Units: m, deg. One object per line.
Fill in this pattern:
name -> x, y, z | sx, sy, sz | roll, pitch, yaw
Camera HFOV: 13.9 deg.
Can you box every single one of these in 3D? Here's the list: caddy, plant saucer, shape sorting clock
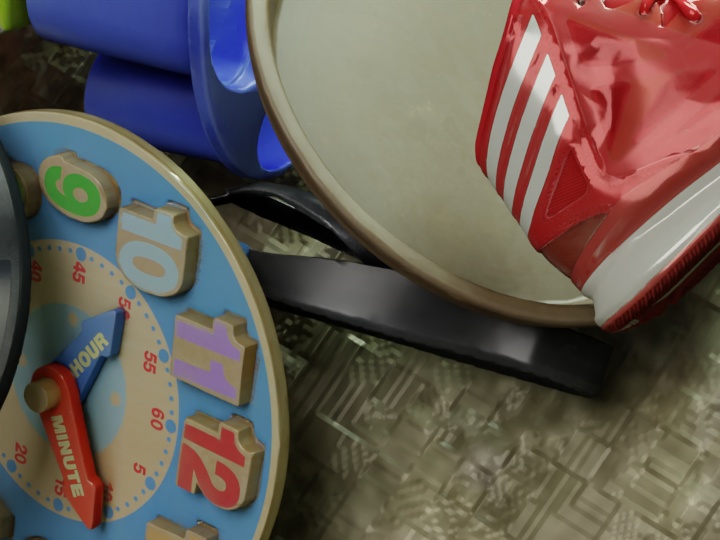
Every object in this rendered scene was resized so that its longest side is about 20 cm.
caddy -> -0.041, -0.131, 1.109 | 0.105, 0.141, 0.200 | 7, 61, 20
plant saucer -> 0.046, -0.064, 1.046 | 0.029, 0.200, 0.201 | -47, 45, 49
shape sorting clock -> -0.107, 0.041, 1.079 | 0.200, 0.039, 0.201 | 10, 108, 32

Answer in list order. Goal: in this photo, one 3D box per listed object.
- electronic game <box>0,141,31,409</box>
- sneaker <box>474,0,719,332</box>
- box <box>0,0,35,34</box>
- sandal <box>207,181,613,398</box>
electronic game -> -0.210, 0.005, 1.064 | 0.199, 0.042, 0.201 | -2, 84, 21
sneaker -> 0.119, -0.085, 0.980 | 0.200, 0.078, 0.116 | -44, 79, 1
box -> -0.150, -0.124, 1.159 | 0.122, 0.200, 0.048 | -6, 102, 24
sandal -> 0.001, 0.000, 1.083 | 0.200, 0.076, 0.043 | 16, 86, 19
